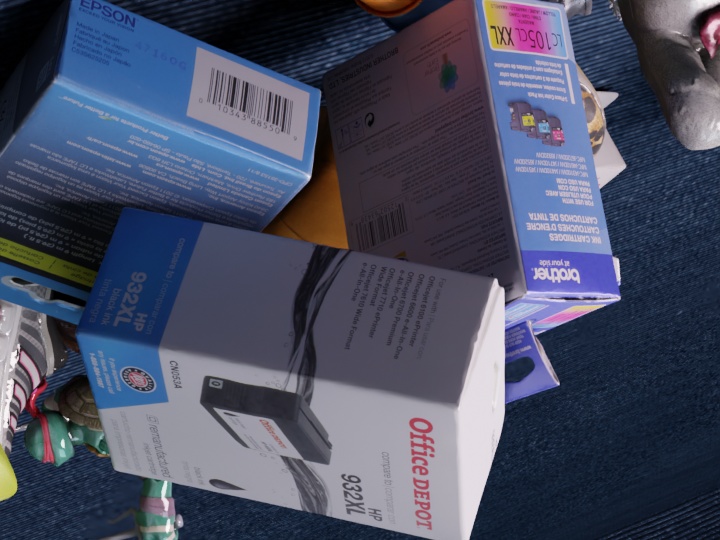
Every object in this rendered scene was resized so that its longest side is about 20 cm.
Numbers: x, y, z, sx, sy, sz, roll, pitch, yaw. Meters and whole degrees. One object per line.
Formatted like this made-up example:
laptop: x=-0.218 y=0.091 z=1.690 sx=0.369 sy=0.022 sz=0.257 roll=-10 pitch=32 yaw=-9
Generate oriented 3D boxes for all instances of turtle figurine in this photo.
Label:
turtle figurine: x=-0.142 y=0.102 z=1.539 sx=0.200 sy=0.150 sz=0.101 roll=-15 pitch=141 yaw=-19

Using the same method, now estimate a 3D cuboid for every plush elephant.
plush elephant: x=0.228 y=-0.173 z=1.399 sx=0.155 sy=0.165 sz=0.200 roll=-13 pitch=-168 yaw=-2

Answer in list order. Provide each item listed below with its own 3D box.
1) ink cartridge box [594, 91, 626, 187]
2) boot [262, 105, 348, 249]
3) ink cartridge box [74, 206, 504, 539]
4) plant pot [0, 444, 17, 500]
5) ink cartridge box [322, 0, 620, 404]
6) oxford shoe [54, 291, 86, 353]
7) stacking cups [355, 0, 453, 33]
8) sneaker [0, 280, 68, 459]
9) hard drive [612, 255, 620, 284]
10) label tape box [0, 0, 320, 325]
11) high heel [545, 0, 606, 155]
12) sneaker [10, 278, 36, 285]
ink cartridge box: x=0.100 y=-0.065 z=1.684 sx=0.200 sy=0.068 sz=0.116 roll=-10 pitch=158 yaw=-47
boot: x=-0.004 y=-0.006 z=1.406 sx=0.144 sy=0.201 sz=0.071 roll=9 pitch=158 yaw=2
ink cartridge box: x=-0.032 y=0.056 z=1.250 sx=0.200 sy=0.084 sz=0.145 roll=11 pitch=147 yaw=11
plant pot: x=-0.317 y=0.104 z=1.340 sx=0.200 sy=0.199 sz=0.182 roll=-13 pitch=153 yaw=-38
ink cartridge box: x=0.058 y=-0.031 z=1.296 sx=0.076 sy=0.200 sz=0.136 roll=4 pitch=162 yaw=-38
oxford shoe: x=-0.110 y=-0.005 z=1.540 sx=0.200 sy=0.071 sz=0.073 roll=-27 pitch=160 yaw=3
stacking cups: x=0.022 y=-0.160 z=1.306 sx=0.060 sy=0.061 sz=0.200 roll=-31 pitch=158 yaw=16
sneaker: x=-0.222 y=0.068 z=1.472 sx=0.087 sy=0.074 sz=0.200 roll=-19 pitch=126 yaw=-56
hard drive: x=0.107 y=0.001 z=1.708 sx=0.132 sy=0.025 sz=0.200 roll=-5 pitch=-177 yaw=0
label tape box: x=-0.130 y=-0.047 z=1.272 sx=0.143 sy=0.066 sz=0.200 roll=20 pitch=144 yaw=-21
high heel: x=0.081 y=-0.096 z=1.531 sx=0.142 sy=0.071 sz=0.200 roll=-30 pitch=148 yaw=-12
sneaker: x=-0.112 y=-0.054 z=1.403 sx=0.200 sy=0.075 sz=0.115 roll=-24 pitch=173 yaw=19
